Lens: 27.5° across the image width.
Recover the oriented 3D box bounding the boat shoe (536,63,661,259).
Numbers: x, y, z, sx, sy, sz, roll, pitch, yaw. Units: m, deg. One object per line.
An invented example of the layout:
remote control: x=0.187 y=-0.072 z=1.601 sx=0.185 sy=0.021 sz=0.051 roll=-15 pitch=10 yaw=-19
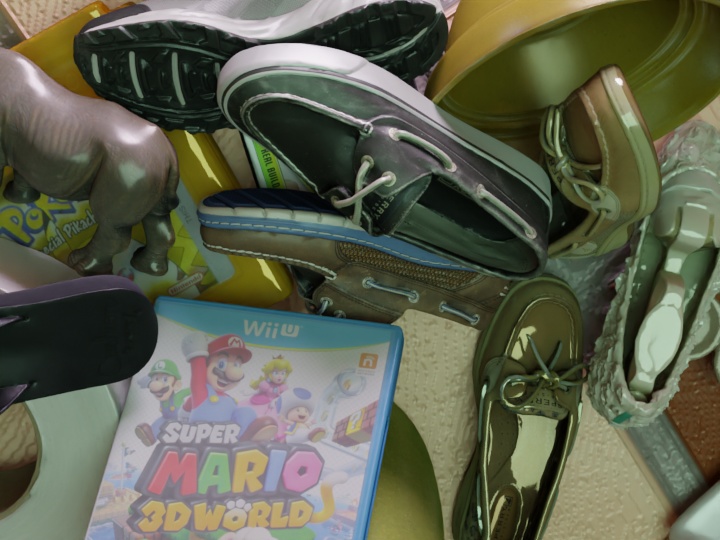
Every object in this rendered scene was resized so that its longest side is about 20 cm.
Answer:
boat shoe: x=0.123 y=-0.051 z=0.837 sx=0.063 sy=0.201 sz=0.074 roll=-20 pitch=76 yaw=-4

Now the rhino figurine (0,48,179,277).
rhino figurine: x=-0.184 y=-0.072 z=0.790 sx=0.199 sy=0.060 sz=0.088 roll=26 pitch=118 yaw=7

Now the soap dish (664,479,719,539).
soap dish: x=0.314 y=0.168 z=0.944 sx=0.200 sy=0.157 sz=0.081 roll=-41 pitch=124 yaw=1

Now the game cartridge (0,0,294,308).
game cartridge: x=-0.161 y=-0.033 z=0.849 sx=0.176 sy=0.032 sz=0.201 roll=-28 pitch=107 yaw=9

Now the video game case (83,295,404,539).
video game case: x=-0.063 y=0.109 z=0.768 sx=0.142 sy=0.201 sz=0.018 roll=6 pitch=148 yaw=9

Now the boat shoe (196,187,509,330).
boat shoe: x=0.000 y=0.000 z=0.836 sx=0.199 sy=0.072 sz=0.073 roll=8 pitch=102 yaw=-21

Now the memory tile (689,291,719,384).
memory tile: x=0.286 y=-0.007 z=0.938 sx=0.153 sy=0.017 sz=0.201 roll=29 pitch=99 yaw=5

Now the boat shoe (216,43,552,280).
boat shoe: x=0.016 y=-0.054 z=0.773 sx=0.199 sy=0.064 sz=0.071 roll=22 pitch=134 yaw=-16

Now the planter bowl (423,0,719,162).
planter bowl: x=0.114 y=-0.131 z=0.843 sx=0.199 sy=0.201 sz=0.084 roll=-15 pitch=68 yaw=-7

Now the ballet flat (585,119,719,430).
ballet flat: x=0.194 y=0.003 z=0.898 sx=0.071 sy=0.072 sz=0.201 roll=18 pitch=85 yaw=-14

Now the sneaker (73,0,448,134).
sneaker: x=-0.056 y=-0.130 z=0.799 sx=0.199 sy=0.080 sz=0.074 roll=-9 pitch=136 yaw=-6

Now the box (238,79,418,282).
box: x=-0.023 y=-0.106 z=0.872 sx=0.109 sy=0.035 sz=0.201 roll=-19 pitch=106 yaw=-6

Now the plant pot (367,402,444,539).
plant pot: x=-0.024 y=0.176 z=0.853 sx=0.186 sy=0.200 sz=0.188 roll=-2 pitch=104 yaw=-10

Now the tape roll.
tape roll: x=-0.223 y=0.086 z=0.838 sx=0.201 sy=0.071 sz=0.204 roll=1 pitch=108 yaw=4

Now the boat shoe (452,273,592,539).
boat shoe: x=0.107 y=0.103 z=0.931 sx=0.073 sy=0.063 sz=0.201 roll=5 pitch=102 yaw=-11

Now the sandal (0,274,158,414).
sandal: x=-0.195 y=0.049 z=0.726 sx=0.199 sy=0.043 sz=0.076 roll=-18 pitch=123 yaw=-19
